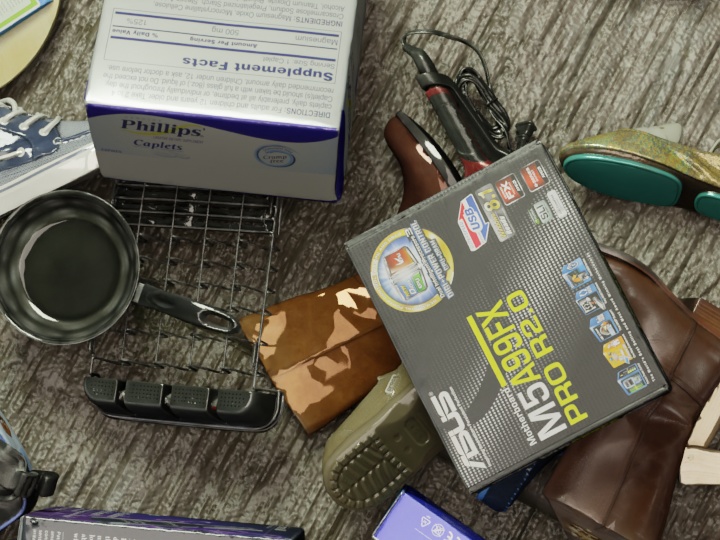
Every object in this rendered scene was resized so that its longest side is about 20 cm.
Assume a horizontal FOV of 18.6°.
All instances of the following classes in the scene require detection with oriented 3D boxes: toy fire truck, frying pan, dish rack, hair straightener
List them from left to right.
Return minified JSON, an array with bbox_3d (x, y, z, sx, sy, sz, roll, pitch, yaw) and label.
[{"bbox_3d":[-0.181,-0.004,1.621,0.190,0.031,0.115,-4,83,7],"label":"frying pan"},{"bbox_3d":[-0.127,0.015,1.647,0.153,0.055,0.201,4,82,17],"label":"dish rack"},{"bbox_3d":[0.095,-0.099,1.664,0.077,0.041,0.200,-33,90,-44],"label":"hair straightener"},{"bbox_3d":[0.287,0.156,1.643,0.141,0.049,0.200,42,90,4],"label":"toy fire truck"}]

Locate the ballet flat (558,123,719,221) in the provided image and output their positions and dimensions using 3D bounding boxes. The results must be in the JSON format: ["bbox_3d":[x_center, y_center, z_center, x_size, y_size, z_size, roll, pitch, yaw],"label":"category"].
[{"bbox_3d":[0.250,-0.076,1.654,0.200,0.071,0.071,16,87,3],"label":"ballet flat"}]

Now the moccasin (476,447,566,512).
[{"bbox_3d":[0.161,0.100,1.635,0.068,0.080,0.200,34,89,-1],"label":"moccasin"}]

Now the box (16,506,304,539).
[{"bbox_3d":[-0.144,0.234,1.603,0.199,0.148,0.105,4,86,1],"label":"box"}]

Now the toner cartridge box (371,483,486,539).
[{"bbox_3d":[0.102,0.234,1.621,0.200,0.095,0.043,35,89,4],"label":"toner cartridge box"}]

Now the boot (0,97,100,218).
[{"bbox_3d":[-0.253,-0.099,1.659,0.200,0.073,0.091,-25,92,1],"label":"boot"}]

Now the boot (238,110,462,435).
[{"bbox_3d":[0.000,0.000,1.666,0.200,0.068,0.189,-27,94,7],"label":"boot"}]

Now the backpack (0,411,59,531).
[{"bbox_3d":[-0.345,0.126,1.613,0.200,0.154,0.191,-28,94,-6],"label":"backpack"}]

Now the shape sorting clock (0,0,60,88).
[{"bbox_3d":[-0.326,-0.225,1.686,0.199,0.039,0.201,0,88,1],"label":"shape sorting clock"}]

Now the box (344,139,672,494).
[{"bbox_3d":[0.104,0.033,1.546,0.160,0.044,0.200,-27,80,8],"label":"box"}]

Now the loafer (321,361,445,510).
[{"bbox_3d":[0.048,0.094,1.618,0.200,0.067,0.076,-34,118,-8],"label":"loafer"}]

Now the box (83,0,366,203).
[{"bbox_3d":[-0.093,-0.166,1.609,0.183,0.105,0.200,6,60,2],"label":"box"}]

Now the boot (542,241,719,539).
[{"bbox_3d":[0.164,0.091,1.579,0.186,0.064,0.200,27,80,-5],"label":"boot"}]
